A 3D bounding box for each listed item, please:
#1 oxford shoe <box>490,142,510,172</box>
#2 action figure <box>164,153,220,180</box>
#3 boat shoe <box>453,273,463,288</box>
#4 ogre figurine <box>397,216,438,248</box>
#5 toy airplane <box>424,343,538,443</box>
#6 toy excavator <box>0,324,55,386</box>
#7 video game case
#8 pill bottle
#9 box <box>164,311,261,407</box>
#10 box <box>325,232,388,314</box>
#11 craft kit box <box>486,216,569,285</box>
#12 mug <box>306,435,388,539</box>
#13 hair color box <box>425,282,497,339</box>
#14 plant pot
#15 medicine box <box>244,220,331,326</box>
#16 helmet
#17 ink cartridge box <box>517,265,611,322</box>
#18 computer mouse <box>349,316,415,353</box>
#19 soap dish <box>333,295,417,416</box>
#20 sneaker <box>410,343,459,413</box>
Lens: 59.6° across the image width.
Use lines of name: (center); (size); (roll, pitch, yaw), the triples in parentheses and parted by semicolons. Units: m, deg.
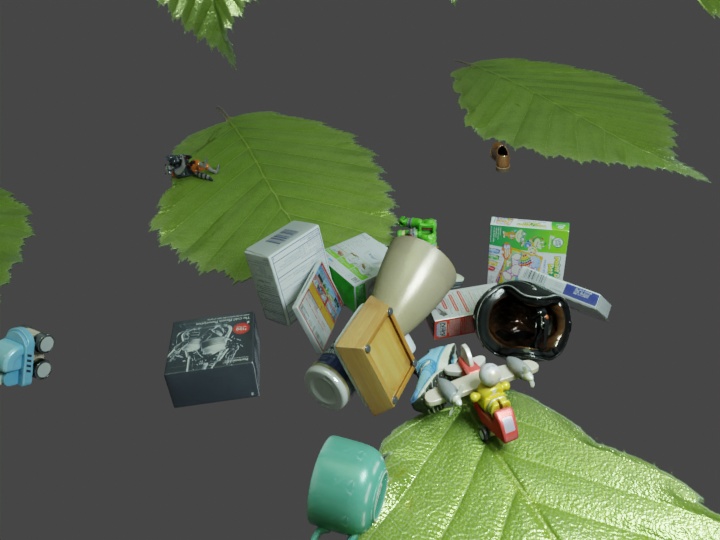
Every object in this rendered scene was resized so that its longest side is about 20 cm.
oxford shoe: (0.518, -0.434, 2.307); (0.070, 0.073, 0.201); (-4, 33, 4)
action figure: (-0.645, -0.380, 2.332); (0.189, 0.107, 0.200); (-1, 9, 13)
boat shoe: (0.178, 0.043, 1.657); (0.196, 0.063, 0.075); (-6, 17, -18)
ogre figurine: (0.165, -0.091, 1.828); (0.117, 0.100, 0.201); (-8, 21, 15)
toy airplane: (0.251, 0.227, 1.279); (0.196, 0.143, 0.201); (21, 52, 16)
toy excavator: (-0.826, 0.234, 1.447); (0.098, 0.199, 0.199); (14, 10, 25)
video game case: (-0.101, 0.087, 1.559); (0.017, 0.145, 0.201); (-13, 29, 25)
pill bottle: (-0.028, 0.205, 1.405); (0.109, 0.113, 0.200); (16, 39, 27)
box: (-0.333, 0.201, 1.450); (0.195, 0.106, 0.184); (-8, 36, -4)
box: (0.000, 0.000, 1.711); (0.174, 0.098, 0.199); (-24, 39, -27)
craft kit box: (0.427, -0.033, 1.621); (0.193, 0.203, 0.049); (4, 34, 14)
mug: (-0.017, 0.398, 1.112); (0.112, 0.189, 0.152); (10, 12, 16)
hair color box: (0.263, 0.100, 1.568); (0.195, 0.065, 0.112); (-8, 34, -7)
plant pot: (0.101, 0.056, 1.480); (0.184, 0.189, 0.201); (18, 59, 29)
medicine box: (-0.178, 0.005, 1.619); (0.102, 0.204, 0.181); (12, 36, 40)
helmet: (0.356, 0.114, 1.425); (0.199, 0.204, 0.189); (-32, 26, -35)
ink cartridge box: (0.496, 0.058, 1.512); (0.194, 0.044, 0.199); (23, 1, 32)
computer mouse: (0.062, 0.142, 1.545); (0.108, 0.045, 0.199); (-24, 39, -28)
soap dish: (0.038, 0.181, 1.336); (0.080, 0.202, 0.158); (-4, 35, 38)
sneaker: (0.152, 0.241, 1.388); (0.088, 0.080, 0.200); (-6, 26, 33)
